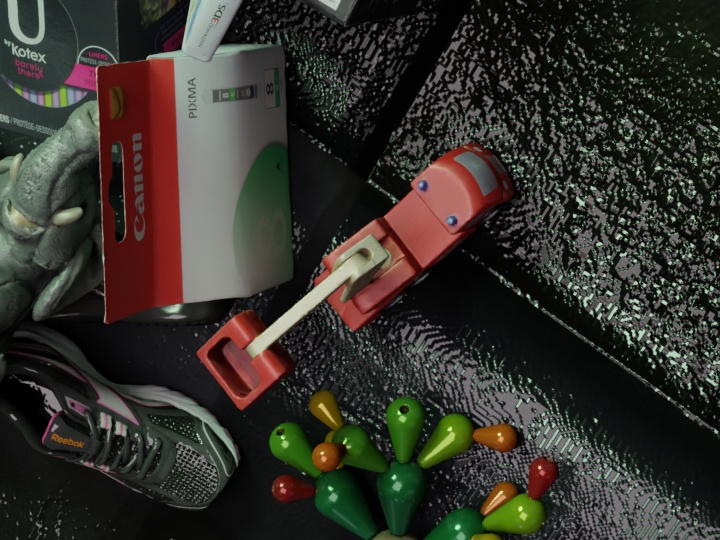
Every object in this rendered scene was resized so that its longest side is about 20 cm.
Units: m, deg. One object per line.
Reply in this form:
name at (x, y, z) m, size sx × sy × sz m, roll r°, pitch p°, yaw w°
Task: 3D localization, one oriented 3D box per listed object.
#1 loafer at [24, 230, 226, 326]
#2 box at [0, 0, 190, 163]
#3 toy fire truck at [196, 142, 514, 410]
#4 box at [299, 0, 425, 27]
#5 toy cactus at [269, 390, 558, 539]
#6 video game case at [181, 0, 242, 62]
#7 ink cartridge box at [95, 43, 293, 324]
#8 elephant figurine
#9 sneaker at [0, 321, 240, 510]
loafer at (-0.185, 0.001, 1.480) m, size 0.199 × 0.073 × 0.072 m, roll 2°, pitch 89°, yaw 16°
box at (-0.178, -0.190, 1.385) m, size 0.122 × 0.106 × 0.201 m, roll 15°, pitch 122°, yaw 24°
toy fire truck at (0.000, 0.000, 1.363) m, size 0.200 × 0.141 × 0.049 m, roll -42°, pitch 83°, yaw 22°
box at (0.027, -0.258, 1.312) m, size 0.079 × 0.141 × 0.200 m, roll 31°, pitch 108°, yaw 15°
toy cactus at (0.027, 0.166, 1.414) m, size 0.199 × 0.102 × 0.166 m, roll 9°, pitch 112°, yaw 11°
video game case at (-0.057, -0.252, 1.302) m, size 0.022 × 0.200 × 0.183 m, roll 21°, pitch 127°, yaw -15°
ink cartridge box at (-0.102, -0.059, 1.361) m, size 0.050 × 0.200 × 0.162 m, roll 1°, pitch 99°, yaw 19°
elephant figurine at (-0.220, -0.018, 1.384) m, size 0.200 × 0.155 × 0.142 m, roll -43°, pitch 125°, yaw -8°
sneaker at (-0.185, 0.112, 1.477) m, size 0.199 × 0.086 × 0.081 m, roll 25°, pitch 108°, yaw 8°
